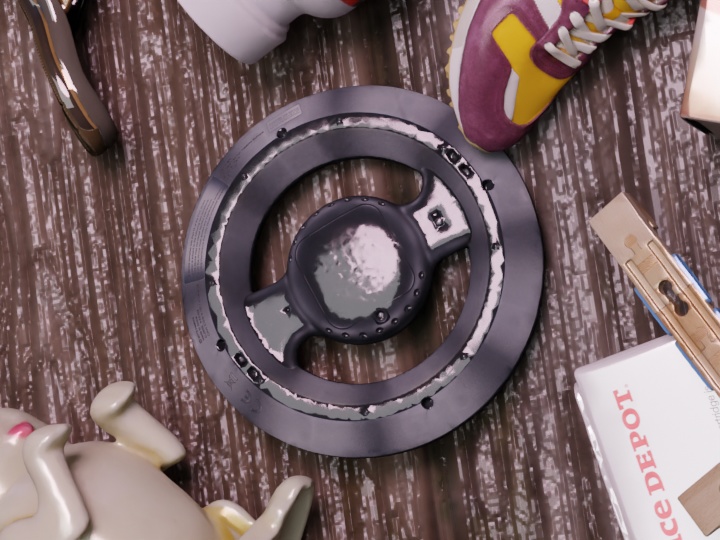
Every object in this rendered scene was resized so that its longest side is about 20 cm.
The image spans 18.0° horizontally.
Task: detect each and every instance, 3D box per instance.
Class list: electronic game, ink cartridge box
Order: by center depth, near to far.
[{"bbox_3d":[0.224,0.084,1.116,0.199,0.084,0.146,-22,80,16],"label":"ink cartridge box"},{"bbox_3d":[0.000,0.000,1.216,0.199,0.042,0.201,-2,82,12],"label":"electronic game"}]

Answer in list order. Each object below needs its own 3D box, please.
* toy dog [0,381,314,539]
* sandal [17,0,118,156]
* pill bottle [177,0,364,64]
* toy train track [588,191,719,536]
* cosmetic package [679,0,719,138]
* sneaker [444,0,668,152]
[{"bbox_3d":[-0.148,0.148,1.226,0.199,0.140,0.195,27,133,16],"label":"toy dog"},{"bbox_3d":[-0.167,-0.163,1.262,0.054,0.082,0.201,-23,79,-1],"label":"sandal"},{"bbox_3d":[-0.009,-0.205,1.189,0.200,0.116,0.116,-38,77,14],"label":"pill bottle"},{"bbox_3d":[0.178,0.047,1.075,0.115,0.032,0.200,-43,68,19],"label":"toy train track"},{"bbox_3d":[0.221,-0.162,1.119,0.087,0.103,0.201,11,90,17],"label":"cosmetic package"},{"bbox_3d":[0.116,-0.145,1.156,0.090,0.075,0.201,29,101,35],"label":"sneaker"}]
